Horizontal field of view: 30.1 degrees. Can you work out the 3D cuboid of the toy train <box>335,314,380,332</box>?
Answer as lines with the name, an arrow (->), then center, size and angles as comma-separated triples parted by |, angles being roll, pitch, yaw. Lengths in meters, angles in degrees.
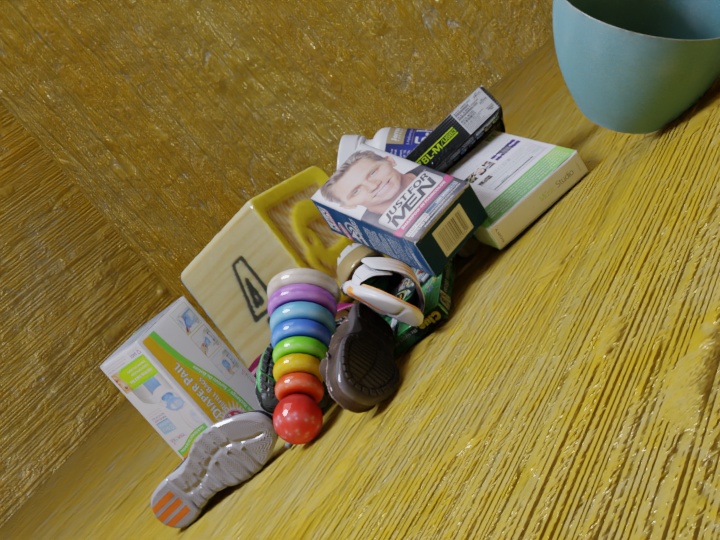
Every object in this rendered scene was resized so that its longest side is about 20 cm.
toy train -> 0.013, 0.061, 1.700 | 0.046, 0.034, 0.200 | -32, 4, -28

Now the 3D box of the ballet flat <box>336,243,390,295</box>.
ballet flat -> 0.000, 0.000, 1.648 | 0.069, 0.063, 0.200 | -42, -17, 1

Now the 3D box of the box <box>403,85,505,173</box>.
box -> 0.106, -0.134, 1.748 | 0.200, 0.048, 0.193 | -44, -11, 0

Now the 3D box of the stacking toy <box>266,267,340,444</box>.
stacking toy -> -0.068, 0.100, 1.477 | 0.085, 0.085, 0.201 | -36, 40, 42

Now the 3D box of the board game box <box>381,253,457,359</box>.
board game box -> 0.065, 0.028, 1.535 | 0.105, 0.023, 0.200 | -38, 16, 24

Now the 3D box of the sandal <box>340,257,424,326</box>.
sandal -> 0.024, 0.013, 1.472 | 0.060, 0.079, 0.207 | -62, 13, -3

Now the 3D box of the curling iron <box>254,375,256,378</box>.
curling iron -> -0.096, 0.128, 1.719 | 0.199, 0.049, 0.026 | -18, 52, 40

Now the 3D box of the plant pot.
plant pot -> 0.291, -0.225, 1.412 | 0.200, 0.199, 0.136 | -49, -27, -52

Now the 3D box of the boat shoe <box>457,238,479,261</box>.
boat shoe -> 0.124, -0.065, 1.727 | 0.063, 0.073, 0.200 | -34, 14, 28

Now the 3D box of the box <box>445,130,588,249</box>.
box -> 0.164, -0.100, 1.605 | 0.144, 0.036, 0.200 | -41, 23, -10

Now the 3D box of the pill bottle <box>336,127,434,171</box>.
pill bottle -> 0.070, -0.148, 1.955 | 0.198, 0.121, 0.120 | 4, 17, 9

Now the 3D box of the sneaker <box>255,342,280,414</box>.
sneaker -> -0.086, 0.126, 1.577 | 0.086, 0.078, 0.200 | -59, 1, 18

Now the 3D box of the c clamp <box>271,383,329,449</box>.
c clamp -> -0.081, 0.165, 1.604 | 0.171, 0.027, 0.200 | -46, 8, -32

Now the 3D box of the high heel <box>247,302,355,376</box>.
high heel -> -0.081, 0.112, 1.798 | 0.199, 0.068, 0.096 | -30, -10, -27

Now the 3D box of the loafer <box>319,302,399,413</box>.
loafer -> -0.004, 0.103, 1.389 | 0.071, 0.073, 0.200 | -51, 6, 17

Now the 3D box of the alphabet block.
alphabet block -> -0.108, -0.002, 1.973 | 0.200, 0.197, 0.195 | -42, -3, 36

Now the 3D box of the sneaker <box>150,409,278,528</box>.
sneaker -> -0.163, 0.210, 1.567 | 0.200, 0.078, 0.112 | -39, 8, 24

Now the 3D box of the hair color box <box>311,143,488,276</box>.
hair color box -> 0.042, -0.074, 1.559 | 0.100, 0.061, 0.200 | -48, 40, -15

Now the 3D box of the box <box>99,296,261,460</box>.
box -> -0.216, 0.153, 1.721 | 0.112, 0.200, 0.101 | -31, 12, 48
